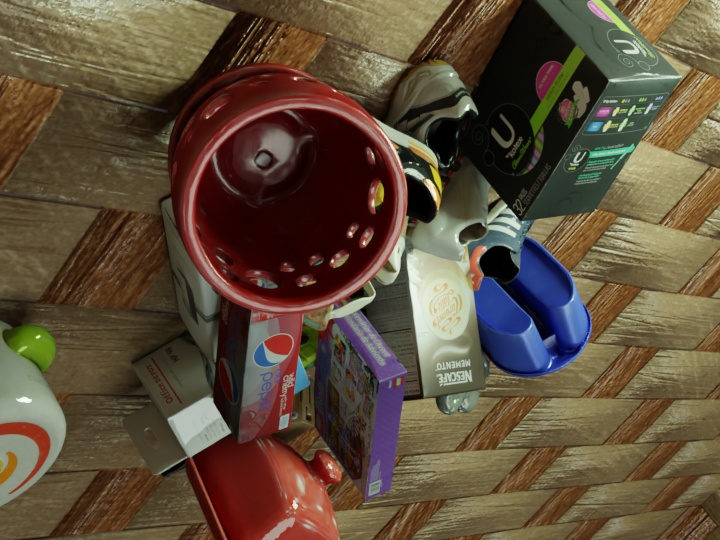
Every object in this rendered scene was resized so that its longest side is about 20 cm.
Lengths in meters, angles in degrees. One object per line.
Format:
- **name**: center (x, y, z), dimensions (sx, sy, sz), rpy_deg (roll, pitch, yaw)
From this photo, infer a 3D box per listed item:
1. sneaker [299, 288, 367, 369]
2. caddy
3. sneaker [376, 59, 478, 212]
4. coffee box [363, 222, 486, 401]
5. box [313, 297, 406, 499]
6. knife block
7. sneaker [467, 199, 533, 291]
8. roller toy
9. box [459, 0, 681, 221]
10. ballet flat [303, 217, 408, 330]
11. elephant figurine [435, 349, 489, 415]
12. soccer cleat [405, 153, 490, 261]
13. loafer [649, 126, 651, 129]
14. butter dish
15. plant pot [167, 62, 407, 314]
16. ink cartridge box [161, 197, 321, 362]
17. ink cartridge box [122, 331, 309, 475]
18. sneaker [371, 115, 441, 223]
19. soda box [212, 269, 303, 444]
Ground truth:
- **sneaker**: center (-0.058, 0.094, 1.701), dimensions (0.200, 0.074, 0.084), rpy_deg (-24, 144, -23)
- **caddy**: center (0.206, 0.049, 1.811), dimensions (0.141, 0.200, 0.105), rpy_deg (-31, 134, -8)
- **sneaker**: center (0.053, -0.123, 1.498), dimensions (0.075, 0.088, 0.200), rpy_deg (-11, 143, -41)
- **coffee box**: center (0.071, 0.048, 1.642), dimensions (0.114, 0.201, 0.080), rpy_deg (-4, 175, -44)
- **box**: center (-0.004, 0.147, 1.623), dimensions (0.039, 0.137, 0.200), rpy_deg (-18, 137, -25)
- **knife block**: center (-0.146, 0.200, 1.689), dimensions (0.199, 0.064, 0.176), rpy_deg (-5, 146, 3)
- **sneaker**: center (0.181, -0.033, 1.751), dimensions (0.200, 0.084, 0.075), rpy_deg (-32, 151, -33)
- **roller toy**: center (-0.384, 0.150, 1.358), dimensions (0.182, 0.140, 0.200), rpy_deg (-5, 139, -43)
- **box**: center (0.220, -0.178, 1.537), dimensions (0.124, 0.149, 0.200), rpy_deg (-9, 140, -39)
- **ballet flat**: center (0.000, 0.000, 1.485), dimensions (0.200, 0.065, 0.071), rpy_deg (-40, 169, -32)
- **elephant figurine**: center (0.053, 0.113, 1.814), dimensions (0.142, 0.200, 0.155), rpy_deg (48, 59, -40)
- **soccer cleat**: center (0.118, -0.071, 1.595), dimensions (0.200, 0.077, 0.069), rpy_deg (-48, 166, -48)
- **loafer**: center (0.260, -0.154, 1.709), dimensions (0.199, 0.073, 0.071), rpy_deg (-22, 158, -16)
- **butter dish**: center (-0.089, 0.256, 1.589), dimensions (0.148, 0.200, 0.200), rpy_deg (-34, 140, 2)
- **plant pot**: center (-0.074, -0.086, 1.269), dimensions (0.200, 0.183, 0.201), rpy_deg (-5, 114, -11)
- **ink cartridge box**: center (-0.119, -0.013, 1.473), dimensions (0.145, 0.085, 0.200), rpy_deg (-27, 151, -18)
- **ink cartridge box**: center (-0.172, 0.126, 1.566), dimensions (0.200, 0.116, 0.067), rpy_deg (-31, 130, -12)
- **sneaker**: center (-0.003, -0.107, 1.396), dimensions (0.200, 0.090, 0.070), rpy_deg (20, 125, -25)
- **soda box**: center (-0.104, 0.080, 1.434), dimensions (0.063, 0.070, 0.200), rpy_deg (-14, 136, -25)
